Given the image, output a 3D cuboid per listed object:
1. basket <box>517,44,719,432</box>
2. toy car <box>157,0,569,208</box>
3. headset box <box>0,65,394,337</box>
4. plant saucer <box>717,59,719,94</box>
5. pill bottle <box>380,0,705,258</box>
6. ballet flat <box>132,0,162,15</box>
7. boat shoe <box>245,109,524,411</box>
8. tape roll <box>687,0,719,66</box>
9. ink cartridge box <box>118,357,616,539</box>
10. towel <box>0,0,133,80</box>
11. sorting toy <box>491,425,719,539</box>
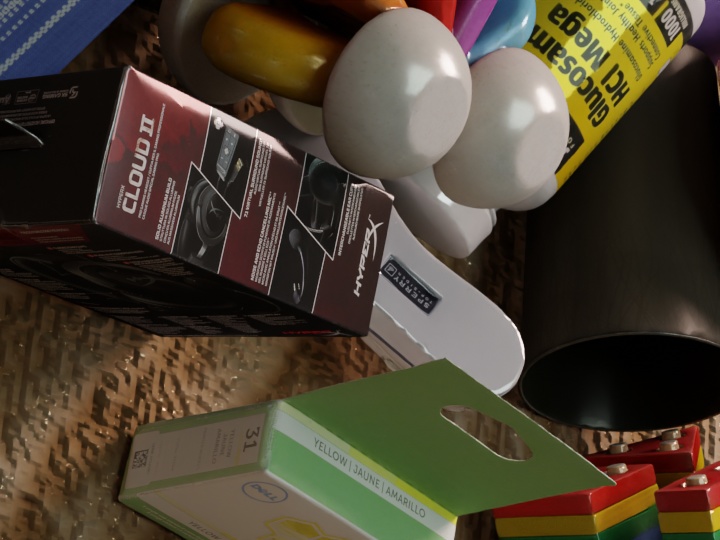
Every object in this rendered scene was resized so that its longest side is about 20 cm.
[{"bbox_3d":[0.159,-0.026,1.501,0.180,0.136,0.201,76,13,-69],"label":"basket"},{"bbox_3d":[0.014,-0.127,1.253,0.200,0.175,0.150,13,100,-52],"label":"toy car"},{"bbox_3d":[-0.107,-0.030,1.179,0.200,0.149,0.077,25,71,-43],"label":"headset box"},{"bbox_3d":[0.242,-0.050,1.480,0.201,0.051,0.201,-8,90,-81],"label":"plant saucer"},{"bbox_3d":[0.092,-0.107,1.418,0.200,0.112,0.112,-49,122,-13],"label":"pill bottle"},{"bbox_3d":[-0.141,-0.177,1.260,0.200,0.046,0.068,23,96,-39],"label":"ballet flat"},{"bbox_3d":[0.000,0.000,1.363,0.200,0.070,0.071,42,61,-4],"label":"boat shoe"},{"bbox_3d":[0.210,-0.226,1.568,0.200,0.085,0.201,-13,90,-82],"label":"tape roll"},{"bbox_3d":[0.003,0.108,1.242,0.145,0.200,0.048,36,54,-39],"label":"ink cartridge box"},{"bbox_3d":[-0.181,-0.166,1.154,0.200,0.145,0.024,37,17,-38],"label":"towel"},{"bbox_3d":[0.191,0.136,1.453,0.199,0.200,0.070,-17,97,-49],"label":"sorting toy"}]
